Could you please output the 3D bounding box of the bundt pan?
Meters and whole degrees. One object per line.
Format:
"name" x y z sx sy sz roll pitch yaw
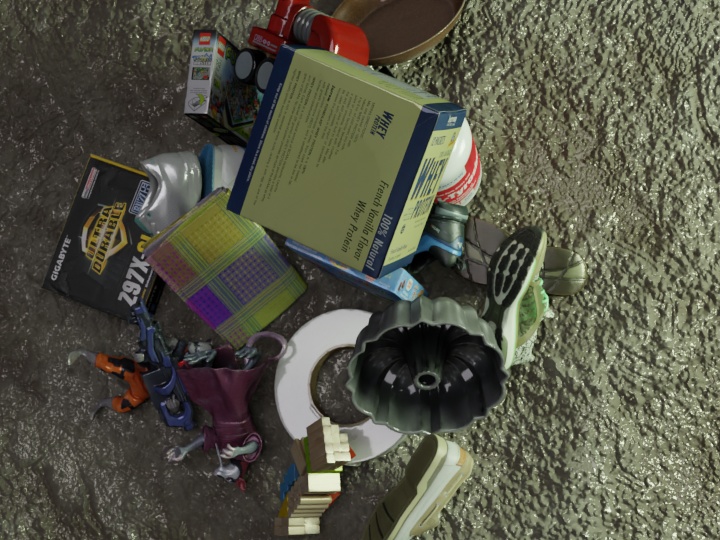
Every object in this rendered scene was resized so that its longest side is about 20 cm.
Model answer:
"bundt pan" 0.080 0.109 1.506 0.199 0.203 0.076 -12 40 10

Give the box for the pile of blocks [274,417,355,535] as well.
"pile of blocks" -0.055 0.266 1.579 0.201 0.061 0.083 -64 35 34

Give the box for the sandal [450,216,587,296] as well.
"sandal" 0.195 -0.015 1.593 0.197 0.055 0.083 12 90 -1

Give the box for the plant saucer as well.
"plant saucer" 0.051 -0.332 1.636 0.198 0.037 0.202 -14 43 13

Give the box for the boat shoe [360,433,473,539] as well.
"boat shoe" 0.071 0.303 1.555 0.068 0.075 0.201 25 111 -23

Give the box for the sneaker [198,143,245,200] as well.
"sneaker" -0.176 -0.068 1.663 0.080 0.076 0.203 0 100 -29

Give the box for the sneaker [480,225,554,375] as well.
"sneaker" 0.206 0.036 1.549 0.077 0.088 0.202 44 126 50

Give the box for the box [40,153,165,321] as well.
"box" -0.336 -0.041 1.711 0.158 0.049 0.202 20 86 12

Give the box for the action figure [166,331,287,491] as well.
"action figure" -0.171 0.192 1.618 0.133 0.148 0.203 9 118 38

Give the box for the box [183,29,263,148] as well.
"box" -0.173 -0.232 1.624 0.034 0.200 0.112 4 83 16

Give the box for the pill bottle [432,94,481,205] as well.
"pill bottle" 0.090 -0.149 1.552 0.111 0.200 0.114 -2 77 11

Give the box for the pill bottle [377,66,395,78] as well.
"pill bottle" -0.020 -0.175 1.629 0.199 0.112 0.112 -38 76 4

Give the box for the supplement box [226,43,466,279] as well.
"supplement box" -0.014 -0.128 1.403 0.198 0.134 0.202 24 105 14

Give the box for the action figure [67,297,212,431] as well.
"action figure" -0.288 0.115 1.645 0.191 0.105 0.202 -8 115 5

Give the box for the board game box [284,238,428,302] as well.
"board game box" 0.000 0.000 1.553 0.150 0.200 0.037 24 87 14

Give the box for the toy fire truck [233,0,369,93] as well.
"toy fire truck" -0.046 -0.309 1.559 0.175 0.128 0.202 31 108 43

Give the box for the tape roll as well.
"tape roll" -0.015 0.153 1.618 0.200 0.037 0.206 -2 82 11

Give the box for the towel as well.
"towel" -0.175 -0.003 1.619 0.143 0.023 0.200 -39 119 3

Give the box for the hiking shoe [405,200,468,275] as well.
"hiking shoe" 0.050 -0.038 1.580 0.199 0.074 0.088 -5 79 46

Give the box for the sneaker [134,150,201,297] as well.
"sneaker" -0.256 -0.055 1.636 0.087 0.075 0.203 -8 99 -27
